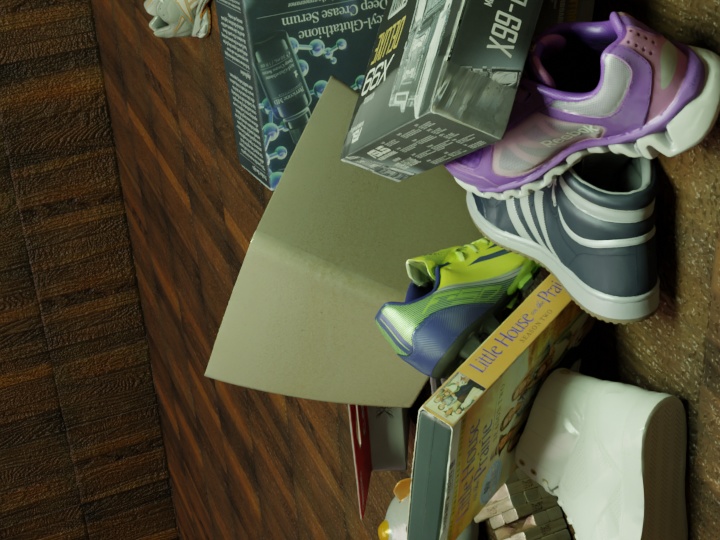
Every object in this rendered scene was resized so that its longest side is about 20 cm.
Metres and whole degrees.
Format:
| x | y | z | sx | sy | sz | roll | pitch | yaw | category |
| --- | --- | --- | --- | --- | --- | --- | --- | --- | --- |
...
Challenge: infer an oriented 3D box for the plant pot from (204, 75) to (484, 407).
| x | y | z | sx | sy | sz | roll | pitch | yaw | category |
| --- | --- | --- | --- | --- | --- | --- | --- | --- | --- |
| 0.000 | 0.000 | 1.079 | 0.201 | 0.176 | 0.201 | 117 | 177 | -51 | plant pot |

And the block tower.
| x | y | z | sx | sy | sz | roll | pitch | yaw | category |
| --- | --- | --- | --- | --- | --- | --- | --- | --- | --- |
| 0.136 | 0.213 | 1.096 | 0.054 | 0.057 | 0.202 | -36 | 69 | 46 | block tower |

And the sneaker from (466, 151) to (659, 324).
| x | y | z | sx | sy | sz | roll | pitch | yaw | category |
| --- | --- | --- | --- | --- | --- | --- | --- | --- | --- |
| 0.137 | -0.057 | 0.878 | 0.200 | 0.069 | 0.109 | 45 | 148 | 51 | sneaker |

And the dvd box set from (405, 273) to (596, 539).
| x | y | z | sx | sy | sz | roll | pitch | yaw | category |
| --- | --- | --- | --- | --- | --- | --- | --- | --- | --- |
| 0.104 | 0.092 | 0.906 | 0.029 | 0.200 | 0.147 | 28 | 137 | 26 | dvd box set |

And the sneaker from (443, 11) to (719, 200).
| x | y | z | sx | sy | sz | roll | pitch | yaw | category |
| --- | --- | --- | --- | --- | --- | --- | --- | --- | --- |
| 0.113 | -0.104 | 0.768 | 0.199 | 0.088 | 0.081 | -14 | 56 | 48 | sneaker |

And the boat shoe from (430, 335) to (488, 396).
| x | y | z | sx | sy | sz | roll | pitch | yaw | category |
| --- | --- | --- | --- | --- | --- | --- | --- | --- | --- |
| 0.087 | 0.142 | 1.193 | 0.074 | 0.066 | 0.202 | -131 | 32 | -55 | boat shoe |

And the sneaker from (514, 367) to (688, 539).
| x | y | z | sx | sy | sz | roll | pitch | yaw | category |
| --- | --- | --- | --- | --- | --- | --- | --- | --- | --- |
| 0.167 | 0.168 | 0.912 | 0.115 | 0.073 | 0.202 | 17 | 112 | 45 | sneaker |

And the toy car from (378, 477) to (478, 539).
| x | y | z | sx | sy | sz | roll | pitch | yaw | category |
| --- | --- | --- | --- | --- | --- | --- | --- | --- | --- |
| 0.051 | 0.281 | 1.280 | 0.184 | 0.175 | 0.203 | -144 | 55 | -67 | toy car |

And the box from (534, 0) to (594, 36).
| x | y | z | sx | sy | sz | roll | pitch | yaw | category |
| --- | --- | --- | --- | --- | --- | --- | --- | --- | --- |
| 0.097 | -0.210 | 0.917 | 0.201 | 0.048 | 0.160 | -122 | 24 | -46 | box |

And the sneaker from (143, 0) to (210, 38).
| x | y | z | sx | sy | sz | roll | pitch | yaw | category |
| --- | --- | --- | --- | --- | --- | --- | --- | --- | --- |
| -0.258 | -0.394 | 1.805 | 0.201 | 0.091 | 0.076 | 103 | 147 | -55 | sneaker |

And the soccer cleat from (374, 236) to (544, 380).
| x | y | z | sx | sy | sz | roll | pitch | yaw | category |
| --- | --- | --- | --- | --- | --- | --- | --- | --- | --- |
| 0.079 | 0.003 | 0.930 | 0.083 | 0.200 | 0.065 | 36 | 131 | 8 | soccer cleat |

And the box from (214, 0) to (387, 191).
| x | y | z | sx | sy | sz | roll | pitch | yaw | category |
| --- | --- | --- | --- | --- | --- | --- | --- | --- | --- |
| -0.046 | -0.196 | 1.207 | 0.107 | 0.147 | 0.202 | -139 | 38 | -62 | box |

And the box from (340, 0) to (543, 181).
| x | y | z | sx | sy | sz | roll | pitch | yaw | category |
| --- | --- | --- | --- | --- | --- | --- | --- | --- | --- |
| 0.054 | -0.148 | 0.805 | 0.200 | 0.049 | 0.159 | 171 | 117 | -75 | box |

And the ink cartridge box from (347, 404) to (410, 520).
| x | y | z | sx | sy | sz | roll | pitch | yaw | category |
| --- | --- | --- | --- | --- | --- | --- | --- | --- | --- |
| 0.020 | 0.120 | 1.306 | 0.177 | 0.044 | 0.202 | -79 | -14 | -62 | ink cartridge box |
